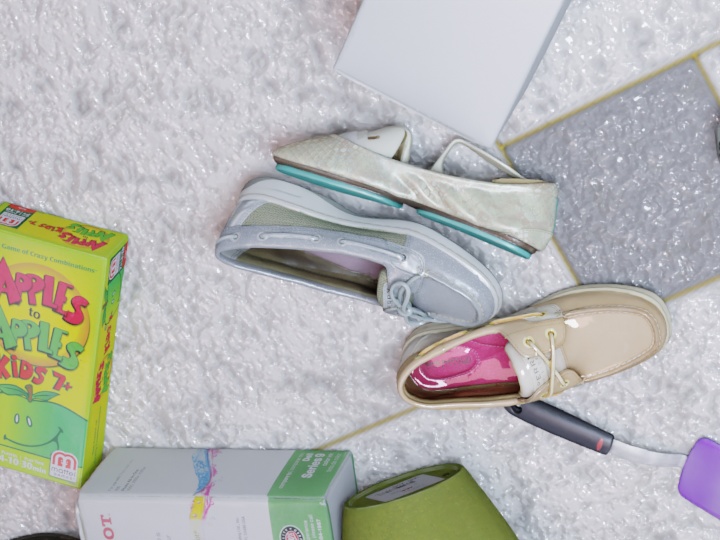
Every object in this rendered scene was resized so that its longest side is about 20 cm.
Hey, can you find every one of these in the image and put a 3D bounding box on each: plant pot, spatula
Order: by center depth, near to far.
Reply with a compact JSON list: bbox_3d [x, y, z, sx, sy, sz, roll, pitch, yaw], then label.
[{"bbox_3d":[0.195,0.128,1.408,0.200,0.021,0.057,21,119,7],"label":"spatula"},{"bbox_3d":[0.060,0.250,1.429,0.187,0.187,0.201,-17,94,23],"label":"plant pot"}]

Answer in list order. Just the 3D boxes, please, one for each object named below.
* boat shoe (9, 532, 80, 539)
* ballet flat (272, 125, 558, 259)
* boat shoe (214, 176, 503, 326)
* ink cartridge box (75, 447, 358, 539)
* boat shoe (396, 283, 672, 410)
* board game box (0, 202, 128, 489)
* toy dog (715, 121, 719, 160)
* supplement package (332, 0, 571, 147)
[{"bbox_3d":[-0.283,0.261,1.587,0.200,0.072,0.068,-7,116,29],"label":"boat shoe"},{"bbox_3d":[0.040,-0.066,1.353,0.199,0.067,0.063,19,89,3],"label":"ballet flat"},{"bbox_3d":[-0.001,-0.001,1.369,0.202,0.065,0.074,22,149,9],"label":"boat shoe"},{"bbox_3d":[-0.101,0.216,1.498,0.199,0.088,0.146,-2,112,15],"label":"ink cartridge box"},{"bbox_3d":[0.118,0.063,1.373,0.200,0.069,0.074,-14,109,22],"label":"boat shoe"},{"bbox_3d":[-0.240,0.058,1.489,0.101,0.048,0.200,15,117,10],"label":"board game box"},{"bbox_3d":[0.326,-0.075,1.226,0.200,0.096,0.132,-26,104,25],"label":"toy dog"},{"bbox_3d":[0.083,-0.201,1.239,0.117,0.117,0.200,27,117,3],"label":"supplement package"}]
